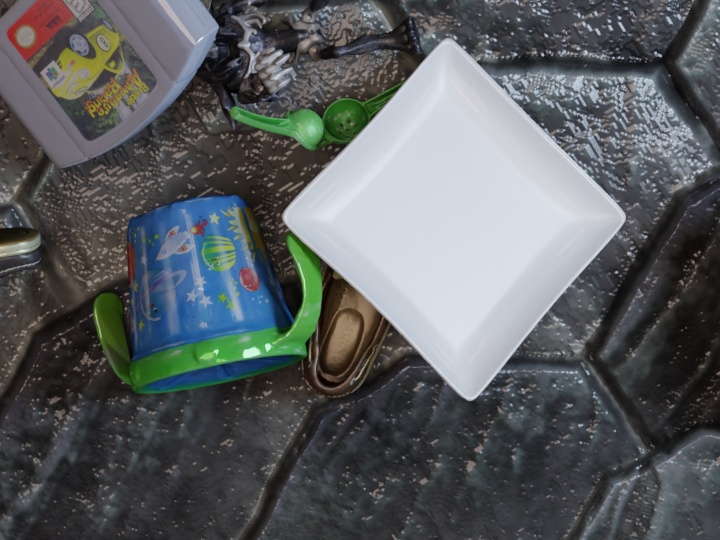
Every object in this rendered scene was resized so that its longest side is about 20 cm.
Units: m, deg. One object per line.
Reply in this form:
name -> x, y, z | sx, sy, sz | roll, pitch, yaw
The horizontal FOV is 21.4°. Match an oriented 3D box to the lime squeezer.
lime squeezer -> -0.022, -0.115, 1.434 | 0.200, 0.071, 0.038 | -15, 82, -33

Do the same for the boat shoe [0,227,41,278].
boat shoe -> -0.337, 0.018, 1.485 | 0.200, 0.072, 0.066 | -14, 101, 8

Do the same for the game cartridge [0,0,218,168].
game cartridge -> -0.198, -0.163, 1.423 | 0.133, 0.041, 0.200 | 50, 130, -6

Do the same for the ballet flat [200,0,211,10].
ballet flat -> -0.197, -0.236, 1.442 | 0.200, 0.067, 0.046 | 31, 115, 17

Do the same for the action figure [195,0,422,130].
action figure -> -0.061, -0.181, 1.429 | 0.199, 0.102, 0.119 | -15, 78, 5

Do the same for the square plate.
square plate -> 0.070, -0.038, 1.427 | 0.198, 0.028, 0.200 | 44, 71, -7

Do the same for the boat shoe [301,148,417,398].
boat shoe -> 0.006, 0.002, 1.449 | 0.075, 0.075, 0.203 | 14, 95, 4

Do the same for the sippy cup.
sippy cup -> -0.118, 0.016, 1.439 | 0.177, 0.140, 0.131 | -11, 82, -4
